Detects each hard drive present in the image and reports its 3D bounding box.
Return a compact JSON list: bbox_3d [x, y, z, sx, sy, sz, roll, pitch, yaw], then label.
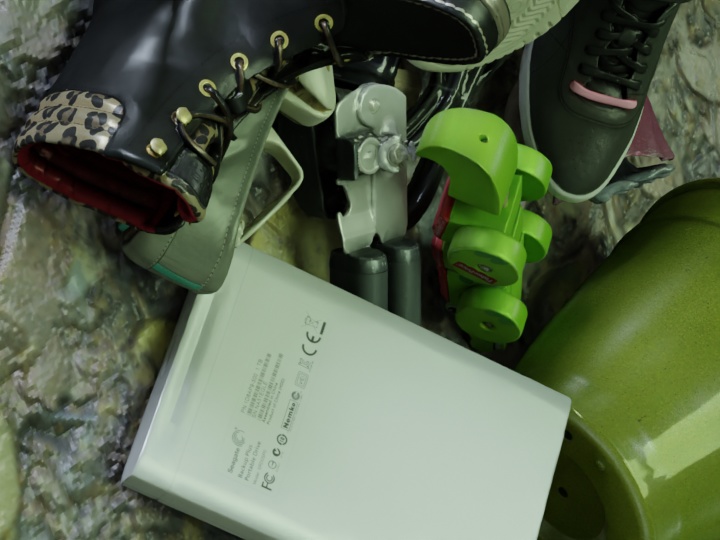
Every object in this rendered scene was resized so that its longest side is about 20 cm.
[{"bbox_3d":[-0.002,0.081,1.070,0.200,0.027,0.132,25,62,-14],"label":"hard drive"}]

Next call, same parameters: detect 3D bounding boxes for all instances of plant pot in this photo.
[{"bbox_3d":[0.168,0.079,1.238,0.193,0.200,0.201,-32,110,-34],"label":"plant pot"}]

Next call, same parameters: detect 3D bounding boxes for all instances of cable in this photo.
[{"bbox_3d":[0.046,-0.111,1.189,0.097,0.050,0.201,22,88,-47],"label":"cable"}]

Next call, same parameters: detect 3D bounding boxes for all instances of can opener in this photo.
[{"bbox_3d":[0.000,0.000,1.133,0.053,0.066,0.201,-17,107,-46],"label":"can opener"}]

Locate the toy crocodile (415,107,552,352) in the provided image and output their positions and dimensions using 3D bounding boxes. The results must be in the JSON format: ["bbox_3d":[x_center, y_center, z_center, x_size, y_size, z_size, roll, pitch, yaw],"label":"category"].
[{"bbox_3d":[0.063,-0.016,1.165,0.200,0.062,0.068,79,27,-65],"label":"toy crocodile"}]

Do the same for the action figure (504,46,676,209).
[{"bbox_3d":[0.111,-0.136,1.273,0.149,0.134,0.201,-20,90,-7],"label":"action figure"}]

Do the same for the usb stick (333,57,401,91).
[{"bbox_3d":[0.022,-0.189,1.147,0.033,0.055,0.201,33,75,-67],"label":"usb stick"}]

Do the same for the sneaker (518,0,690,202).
[{"bbox_3d":[0.138,-0.133,1.158,0.071,0.099,0.201,16,90,-13],"label":"sneaker"}]

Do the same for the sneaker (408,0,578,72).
[{"bbox_3d":[0.081,-0.197,1.118,0.077,0.200,0.111,25,27,-49],"label":"sneaker"}]

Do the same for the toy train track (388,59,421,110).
[{"bbox_3d":[0.021,-0.186,1.192,0.115,0.032,0.201,0,87,-50],"label":"toy train track"}]

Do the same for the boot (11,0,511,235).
[{"bbox_3d":[-0.048,-0.086,0.986,0.151,0.200,0.073,-63,156,-26],"label":"boot"}]

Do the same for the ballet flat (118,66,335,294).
[{"bbox_3d":[-0.048,-0.074,1.067,0.064,0.067,0.200,34,63,-12],"label":"ballet flat"}]
